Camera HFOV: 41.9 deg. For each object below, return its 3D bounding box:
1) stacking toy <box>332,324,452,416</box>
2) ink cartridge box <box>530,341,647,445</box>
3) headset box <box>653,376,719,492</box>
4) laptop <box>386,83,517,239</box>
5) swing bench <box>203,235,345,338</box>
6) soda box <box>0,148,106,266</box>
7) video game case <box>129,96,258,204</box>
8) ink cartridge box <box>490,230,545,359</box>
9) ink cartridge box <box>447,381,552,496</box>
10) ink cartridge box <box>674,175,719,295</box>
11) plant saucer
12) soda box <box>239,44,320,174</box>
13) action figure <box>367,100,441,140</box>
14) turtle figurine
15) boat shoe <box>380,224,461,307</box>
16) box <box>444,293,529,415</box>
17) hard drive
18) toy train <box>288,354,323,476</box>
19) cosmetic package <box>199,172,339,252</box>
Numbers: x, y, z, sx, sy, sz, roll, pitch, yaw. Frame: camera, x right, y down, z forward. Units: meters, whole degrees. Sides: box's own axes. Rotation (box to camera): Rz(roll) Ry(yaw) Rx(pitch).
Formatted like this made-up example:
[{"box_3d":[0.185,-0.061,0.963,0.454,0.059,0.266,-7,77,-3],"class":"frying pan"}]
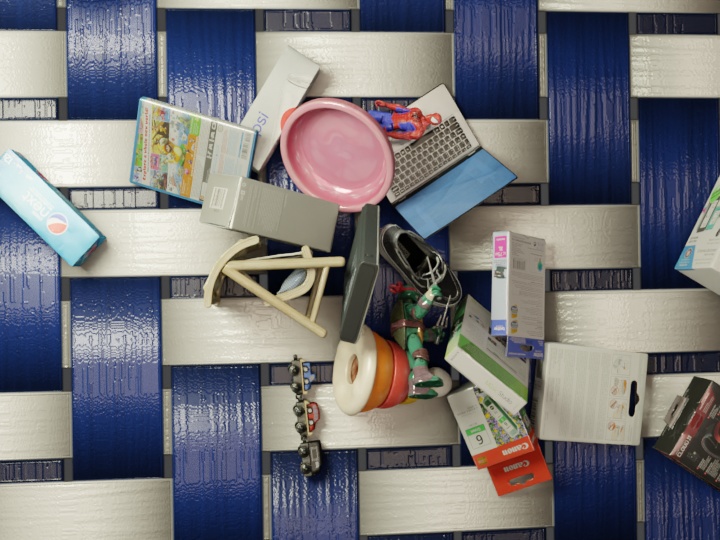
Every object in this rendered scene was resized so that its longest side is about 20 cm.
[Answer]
[{"box_3d":[0.062,0.175,1.556,0.196,0.145,0.150,11,89,-25],"class":"stacking toy"},{"box_3d":[0.393,0.212,1.617,0.195,0.047,0.164,6,89,-16],"class":"ink cartridge box"},{"box_3d":[0.614,0.289,1.615,0.198,0.075,0.150,32,87,-5],"class":"headset box"},{"box_3d":[0.121,-0.184,1.549,0.185,0.116,0.202,-32,93,-5],"class":"laptop"},{"box_3d":[-0.139,0.017,1.482,0.196,0.199,0.133,15,88,-6],"class":"swing bench"},{"box_3d":[-0.508,-0.100,1.514,0.200,0.064,0.068,45,86,-3],"class":"soda box"},{"box_3d":[-0.271,-0.184,1.517,0.196,0.018,0.146,16,115,3],"class":"video game case"},{"box_3d":[0.263,0.043,1.559,0.118,0.041,0.205,9,79,-48],"class":"ink cartridge box"},{"box_3d":[0.234,0.279,1.572,0.107,0.050,0.204,-23,91,20],"class":"ink cartridge box"},{"box_3d":[0.661,-0.059,1.585,0.144,0.147,0.203,28,87,-4],"class":"ink cartridge box"},{"box_3d":[-0.032,-0.192,1.521,0.199,0.201,0.051,36,43,-4],"class":"plant saucer"},{"box_3d":[-0.143,-0.263,1.549,0.067,0.063,0.202,31,87,-4],"class":"soda box"},{"box_3d":[0.037,-0.245,1.557,0.195,0.052,0.067,-2,63,1],"class":"action figure"},{"box_3d":[0.094,0.092,1.486,0.098,0.150,0.205,-7,67,11],"class":"turtle figurine"},{"box_3d":[0.110,-0.004,1.539,0.200,0.067,0.072,45,73,-29],"class":"boat shoe"},{"box_3d":[0.209,0.132,1.519,0.144,0.200,0.036,39,113,-5],"class":"box"},{"box_3d":[0.000,0.000,1.474,0.032,0.201,0.142,12,119,-6],"class":"hard drive"},{"box_3d":[-0.089,0.241,1.568,0.045,0.034,0.205,-7,91,-9],"class":"toy train"},{"box_3d":[-0.142,-0.091,1.487,0.197,0.106,0.092,16,87,-37],"class":"cosmetic package"}]
